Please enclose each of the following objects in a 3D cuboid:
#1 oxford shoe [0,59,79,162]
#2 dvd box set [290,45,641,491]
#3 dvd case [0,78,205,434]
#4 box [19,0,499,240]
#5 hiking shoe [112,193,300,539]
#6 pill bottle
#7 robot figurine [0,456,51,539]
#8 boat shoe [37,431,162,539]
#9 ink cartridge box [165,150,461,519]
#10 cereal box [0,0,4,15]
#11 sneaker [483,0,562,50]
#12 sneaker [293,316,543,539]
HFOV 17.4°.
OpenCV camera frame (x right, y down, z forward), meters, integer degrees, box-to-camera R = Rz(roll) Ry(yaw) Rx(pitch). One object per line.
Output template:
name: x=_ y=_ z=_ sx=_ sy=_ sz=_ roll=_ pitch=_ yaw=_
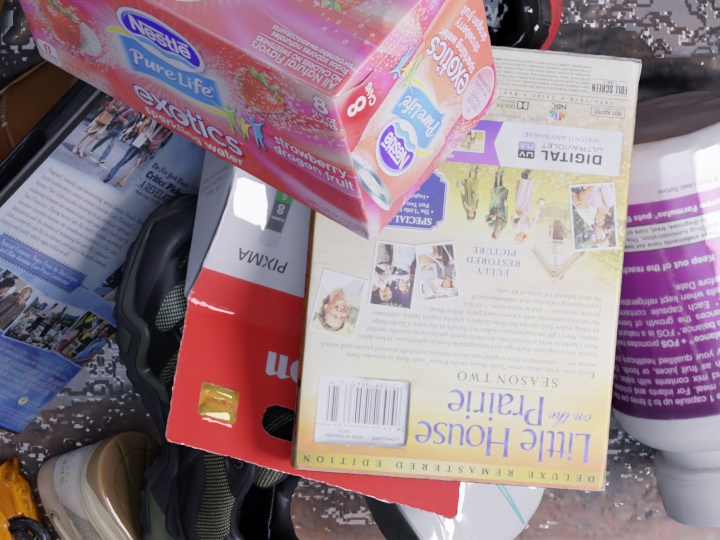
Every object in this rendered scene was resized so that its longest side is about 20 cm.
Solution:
oxford shoe: x=-0.150 y=-0.065 z=1.146 sx=0.071 sy=0.071 sz=0.200 roll=38 pitch=101 yaw=-12
dvd box set: x=0.048 y=-0.004 z=1.073 sx=0.146 sy=0.029 sz=0.200 roll=4 pitch=91 yaw=-6
dvd case: x=-0.144 y=-0.010 z=1.137 sx=0.200 sy=0.143 sz=0.018 roll=-45 pitch=57 yaw=8
box: x=-0.050 y=-0.114 z=0.999 sx=0.200 sy=0.103 sz=0.095 roll=30 pitch=65 yaw=27
hiking shoe: x=-0.057 y=0.061 z=1.132 sx=0.101 sy=0.076 sz=0.200 roll=8 pitch=112 yaw=36
pill bottle: x=0.169 y=0.019 z=1.159 sx=0.112 sy=0.112 sz=0.200 roll=-14 pitch=104 yaw=1
robot figurine: x=-0.168 y=0.201 z=1.179 sx=0.058 sy=0.145 sz=0.200 roll=-16 pitch=94 yaw=6
boat shoe: x=-0.096 y=0.173 z=1.213 sx=0.065 sy=0.072 sz=0.200 roll=-17 pitch=113 yaw=39
ink cartridge box: x=0.000 y=0.000 z=1.109 sx=0.161 sy=0.050 sz=0.200 roll=18 pitch=65 yaw=-24
cereal box: x=-0.280 y=-0.099 z=1.099 sx=0.200 sy=0.144 sz=0.040 roll=15 pitch=141 yaw=-7
sneaker: x=0.003 y=-0.141 z=1.120 sx=0.200 sy=0.098 sz=0.071 roll=16 pitch=104 yaw=-5
sneaker: x=0.016 y=0.061 z=1.168 sx=0.080 sy=0.070 sz=0.200 roll=-36 pitch=102 yaw=-15
